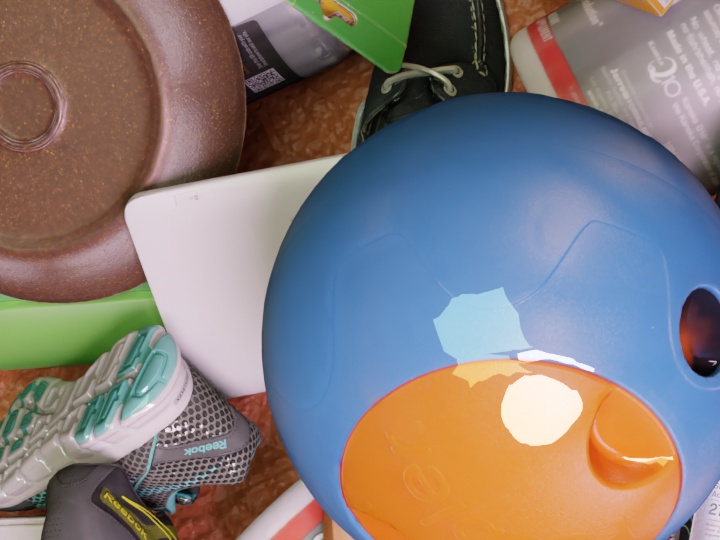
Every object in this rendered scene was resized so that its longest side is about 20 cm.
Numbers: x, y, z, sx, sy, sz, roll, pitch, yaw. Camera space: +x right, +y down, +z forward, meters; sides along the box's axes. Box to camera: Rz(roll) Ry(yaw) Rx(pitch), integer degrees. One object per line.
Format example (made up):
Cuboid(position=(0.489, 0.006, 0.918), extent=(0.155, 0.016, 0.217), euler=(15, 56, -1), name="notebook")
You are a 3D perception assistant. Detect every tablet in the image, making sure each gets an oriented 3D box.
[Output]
Cuboid(position=(0.000, 0.000, 0.792), extent=(0.199, 0.014, 0.131), euler=(-10, 128, 8), name="tablet")

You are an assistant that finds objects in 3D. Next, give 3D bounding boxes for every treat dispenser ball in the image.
Cuboid(position=(0.060, 0.029, 0.679), extent=(0.200, 0.201, 0.202), euler=(-1, 86, 15), name="treat dispenser ball")

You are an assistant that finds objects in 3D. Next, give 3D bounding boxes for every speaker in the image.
Cuboid(position=(-0.134, 0.008, 0.873), extent=(0.199, 0.088, 0.089), euler=(-4, 85, 15), name="speaker")

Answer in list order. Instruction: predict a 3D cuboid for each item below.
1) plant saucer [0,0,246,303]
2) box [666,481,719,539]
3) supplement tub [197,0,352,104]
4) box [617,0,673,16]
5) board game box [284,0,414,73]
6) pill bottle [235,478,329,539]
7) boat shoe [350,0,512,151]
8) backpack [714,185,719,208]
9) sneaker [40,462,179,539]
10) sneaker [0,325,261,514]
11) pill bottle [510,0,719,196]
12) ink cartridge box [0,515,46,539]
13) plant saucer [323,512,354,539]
Cuboid(position=(-0.155, -0.079, 0.794), extent=(0.199, 0.037, 0.202), euler=(2, 102, 11), name="plant saucer")
Cuboid(position=(0.234, 0.113, 0.745), extent=(0.199, 0.040, 0.138), euler=(11, 88, -11), name="box")
Cuboid(position=(-0.112, -0.127, 0.858), extent=(0.199, 0.122, 0.123), euler=(-23, 81, 12), name="supplement tub")
Cuboid(position=(0.111, -0.199, 0.794), extent=(0.119, 0.041, 0.200), euler=(-52, 33, 1), name="box")
Cuboid(position=(-0.007, -0.190, 0.806), extent=(0.030, 0.095, 0.201), euler=(-29, 41, 41), name="board game box")
Cuboid(position=(0.030, 0.189, 0.801), extent=(0.116, 0.116, 0.200), euler=(-45, 77, 8), name="pill bottle")
Cuboid(position=(0.034, -0.072, 0.845), extent=(0.075, 0.060, 0.201), euler=(1, 87, 15), name="boat shoe")
Cuboid(position=(0.271, -0.015, 0.710), extent=(0.167, 0.199, 0.127), euler=(26, 99, 59), name="backpack")
Cuboid(position=(-0.102, 0.162, 0.814), extent=(0.074, 0.200, 0.085), euler=(-10, 54, 4), name="sneaker")
Cuboid(position=(-0.126, 0.097, 0.850), extent=(0.200, 0.091, 0.078), euler=(-22, 39, 49), name="sneaker")
Cuboid(position=(0.181, -0.108, 0.780), extent=(0.199, 0.114, 0.114), euler=(-29, 79, 11), name="pill bottle")
Cuboid(position=(-0.199, 0.229, 0.877), extent=(0.144, 0.084, 0.201), euler=(-4, 86, 15), name="ink cartridge box")
Cuboid(position=(0.082, 0.125, 0.769), extent=(0.199, 0.032, 0.201), euler=(10, 56, -14), name="plant saucer")
